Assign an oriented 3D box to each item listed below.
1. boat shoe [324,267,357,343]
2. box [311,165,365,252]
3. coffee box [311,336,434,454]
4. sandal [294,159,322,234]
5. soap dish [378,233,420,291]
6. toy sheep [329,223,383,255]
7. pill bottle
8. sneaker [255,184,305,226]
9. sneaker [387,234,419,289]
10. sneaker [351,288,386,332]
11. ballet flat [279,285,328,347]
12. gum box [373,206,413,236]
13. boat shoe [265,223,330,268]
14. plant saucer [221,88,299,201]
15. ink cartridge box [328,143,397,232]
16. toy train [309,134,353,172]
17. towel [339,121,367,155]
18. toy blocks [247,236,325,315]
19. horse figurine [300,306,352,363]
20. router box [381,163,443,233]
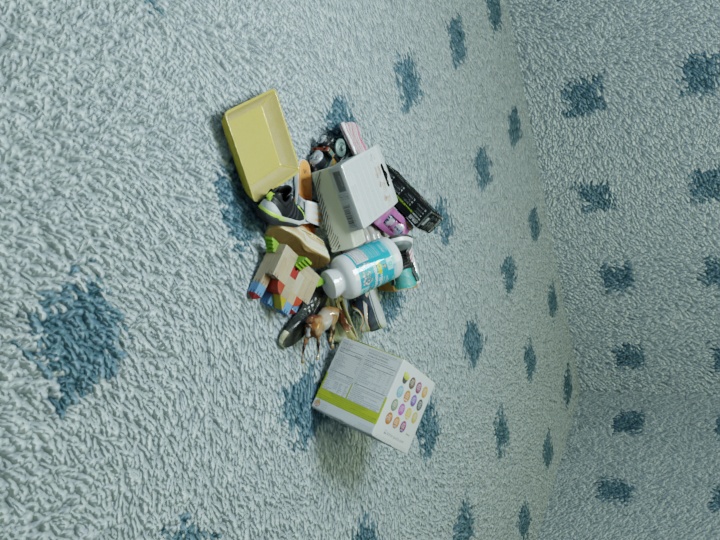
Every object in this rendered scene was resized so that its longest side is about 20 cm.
[{"bbox_3d":[-0.053,0.089,1.789,0.073,0.062,0.204,-60,142,-73],"label":"boat shoe"},{"bbox_3d":[-0.053,-0.153,1.709,0.082,0.067,0.204,-28,105,-64],"label":"box"},{"bbox_3d":[0.037,0.315,1.767,0.200,0.198,0.200,42,69,-51],"label":"coffee box"},{"bbox_3d":[-0.125,-0.171,1.712,0.079,0.058,0.211,-4,91,-59],"label":"sandal"},{"bbox_3d":[0.088,-0.037,2.002,0.157,0.080,0.203,-7,77,-59],"label":"soap dish"},{"bbox_3d":[-0.008,-0.071,1.840,0.199,0.136,0.141,-11,97,-52],"label":"toy sheep"},{"bbox_3d":[0.000,0.000,1.722,0.198,0.110,0.113,-25,111,-28],"label":"pill bottle"},{"bbox_3d":[-0.165,-0.150,1.582,0.084,0.071,0.200,-63,168,13],"label":"sneaker"},{"bbox_3d":[0.108,-0.014,1.829,0.200,0.082,0.123,58,23,-73],"label":"sneaker"},{"bbox_3d":[0.010,0.076,1.914,0.079,0.078,0.203,51,21,-55],"label":"sneaker"},{"bbox_3d":[-0.143,0.111,1.684,0.201,0.056,0.067,-54,159,-40],"label":"ballet flat"},{"bbox_3d":[0.056,-0.169,1.884,0.113,0.066,0.201,36,14,-41],"label":"gum box"},{"bbox_3d":[-0.152,-0.072,1.658,0.199,0.073,0.070,35,35,-44],"label":"boat shoe"},{"bbox_3d":[-0.229,-0.280,1.557,0.200,0.048,0.203,-46,125,-51],"label":"plant saucer"},{"bbox_3d":[0.010,-0.206,1.708,0.200,0.047,0.162,-41,115,-53],"label":"ink cartridge box"},{"bbox_3d":[-0.062,-0.256,1.812,0.200,0.084,0.115,50,56,-45],"label":"toy train"},{"bbox_3d":[-0.003,-0.331,1.861,0.148,0.030,0.200,62,12,-7],"label":"towel"},{"bbox_3d":[-0.175,0.036,1.597,0.200,0.099,0.138,46,61,-48],"label":"toy blocks"},{"bbox_3d":[-0.089,0.141,1.692,0.199,0.049,0.135,-31,132,-53],"label":"horse figurine"},{"bbox_3d":[0.125,-0.196,1.893,0.200,0.062,0.150,48,13,15],"label":"router box"}]
